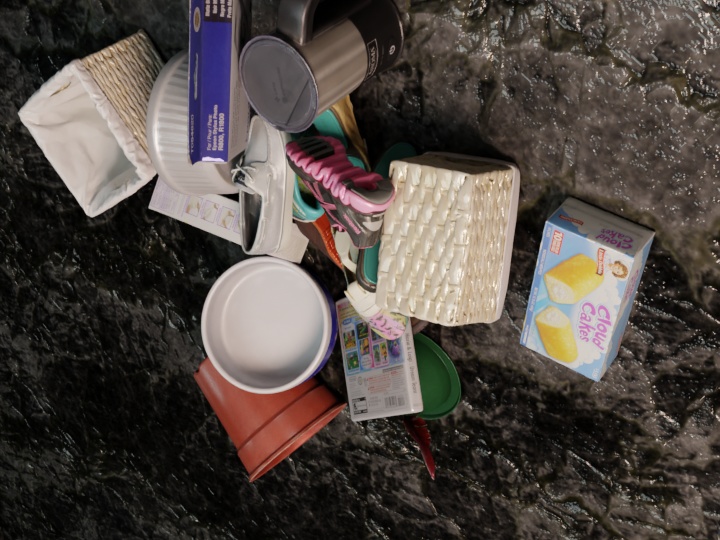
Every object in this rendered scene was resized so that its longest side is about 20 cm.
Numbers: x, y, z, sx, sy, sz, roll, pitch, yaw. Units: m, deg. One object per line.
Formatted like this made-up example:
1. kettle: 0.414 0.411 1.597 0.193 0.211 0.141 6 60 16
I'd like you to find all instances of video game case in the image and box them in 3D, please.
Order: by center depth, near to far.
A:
1. video game case: 0.023 0.117 1.496 0.200 0.023 0.185 -24 72 63

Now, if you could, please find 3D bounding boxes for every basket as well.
1. basket: 0.103 -0.040 1.280 0.134 0.123 0.203 13 102 33
2. basket: -0.369 -0.220 1.574 0.197 0.161 0.201 -22 104 47

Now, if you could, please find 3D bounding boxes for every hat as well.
1. hat: 0.041 0.195 1.520 0.199 0.176 0.167 -24 104 47

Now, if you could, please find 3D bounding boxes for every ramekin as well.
1. ramekin: -0.189 -0.196 1.411 0.093 0.202 0.205 12 128 30

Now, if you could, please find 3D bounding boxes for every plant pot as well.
1. plant pot: -0.158 0.202 1.702 0.196 0.200 0.201 51 139 8

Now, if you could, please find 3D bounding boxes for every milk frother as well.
1. milk frother: -0.081 -0.291 1.252 0.198 0.188 0.183 12 127 34

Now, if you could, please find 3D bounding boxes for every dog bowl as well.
1. dog bowl: -0.136 0.082 1.580 0.197 0.079 0.203 0 88 11

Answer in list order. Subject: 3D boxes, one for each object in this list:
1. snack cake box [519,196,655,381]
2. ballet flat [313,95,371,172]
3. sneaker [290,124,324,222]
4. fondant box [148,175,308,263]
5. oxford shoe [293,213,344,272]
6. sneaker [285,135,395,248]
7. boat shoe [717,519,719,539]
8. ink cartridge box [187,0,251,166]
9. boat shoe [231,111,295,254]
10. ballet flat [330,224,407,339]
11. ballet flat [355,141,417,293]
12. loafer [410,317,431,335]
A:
1. snack cake box: 0.273 0.025 1.276 0.114 0.067 0.202 26 134 24
2. ballet flat: -0.017 -0.171 1.379 0.068 0.064 0.201 10 147 21
3. sneaker: -0.079 -0.165 1.403 0.079 0.077 0.203 13 117 61
4. fondant box: -0.192 -0.076 1.544 0.198 0.144 0.059 20 91 28
5. oxford shoe: -0.042 -0.058 1.498 0.201 0.071 0.073 54 156 4
6. sneaker: -0.033 -0.096 1.290 0.200 0.078 0.096 44 142 43
7. boat shoe: 0.524 0.302 1.264 0.198 0.075 0.062 -12 114 43
8. ink cartridge box: -0.162 -0.232 1.228 0.040 0.200 0.203 4 105 3
9. boat shoe: -0.132 -0.115 1.374 0.070 0.071 0.204 21 118 45
10. ballet flat: 0.000 0.000 1.405 0.069 0.071 0.202 -28 72 24
11. ballet flat: 0.026 -0.068 1.360 0.067 0.203 0.068 17 167 -8
12. loafer: 0.106 0.016 1.421 0.071 0.073 0.200 51 134 12
